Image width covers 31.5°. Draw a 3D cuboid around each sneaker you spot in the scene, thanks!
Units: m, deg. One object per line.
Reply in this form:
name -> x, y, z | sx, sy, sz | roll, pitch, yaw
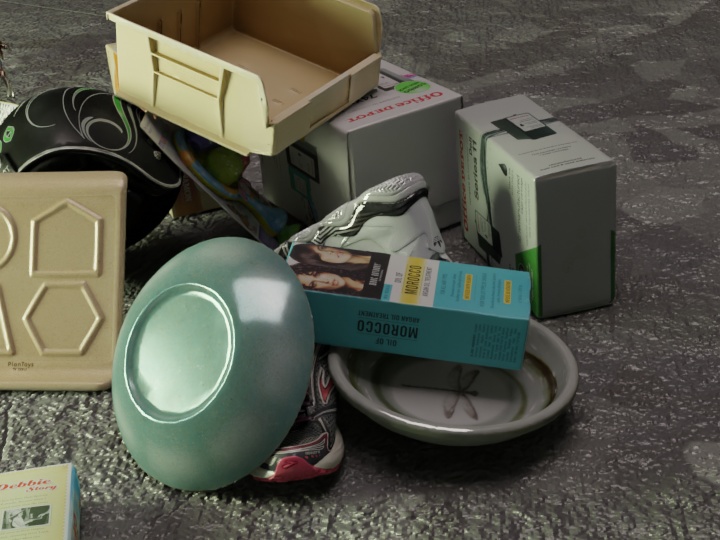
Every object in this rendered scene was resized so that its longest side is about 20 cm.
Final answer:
sneaker -> -0.056, 0.098, 1.018 | 0.080, 0.075, 0.200 | -5, 28, 0
sneaker -> 0.000, 0.000, 1.193 | 0.200, 0.115, 0.075 | -31, -8, 33

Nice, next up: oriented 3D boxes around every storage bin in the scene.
storage bin -> -0.109, -0.217, 1.267 | 0.198, 0.094, 0.200 | 25, 41, 23

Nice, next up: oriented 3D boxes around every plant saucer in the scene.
plant saucer -> 0.073, 0.091, 1.025 | 0.200, 0.050, 0.200 | 3, 28, -1
plant saucer -> -0.127, 0.066, 0.976 | 0.201, 0.201, 0.039 | 17, -5, 35

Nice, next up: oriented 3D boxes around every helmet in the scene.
helmet -> -0.276, -0.091, 1.288 | 0.200, 0.200, 0.191 | -8, 28, -7

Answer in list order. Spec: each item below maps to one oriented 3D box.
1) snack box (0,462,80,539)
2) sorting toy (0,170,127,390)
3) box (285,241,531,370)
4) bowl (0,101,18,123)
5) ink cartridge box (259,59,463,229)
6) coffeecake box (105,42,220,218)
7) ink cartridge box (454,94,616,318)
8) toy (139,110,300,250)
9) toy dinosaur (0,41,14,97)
snack box -> -0.301, 0.197, 0.903 | 0.200, 0.037, 0.116 | -8, 28, -6
sorting toy -> -0.300, 0.009, 1.149 | 0.185, 0.200, 0.036 | 0, -11, 8
box -> 0.035, 0.027, 1.029 | 0.200, 0.049, 0.082 | 7, 28, 4
bowl -> -0.474, -0.120, 1.481 | 0.200, 0.094, 0.201 | -3, 27, 2
ink cartridge box -> -0.001, -0.129, 1.368 | 0.147, 0.146, 0.200 | -21, 32, -27
coffeecake box -> -0.224, -0.171, 1.476 | 0.073, 0.154, 0.200 | -16, 29, -19
ink cartridge box -> 0.164, -0.066, 1.224 | 0.083, 0.147, 0.200 | -12, 27, -13
toy -> -0.133, -0.105, 1.301 | 0.047, 0.200, 0.115 | -37, 20, 13
toy dinosaur -> -0.581, -0.324, 1.849 | 0.105, 0.200, 0.181 | -21, -4, 0
